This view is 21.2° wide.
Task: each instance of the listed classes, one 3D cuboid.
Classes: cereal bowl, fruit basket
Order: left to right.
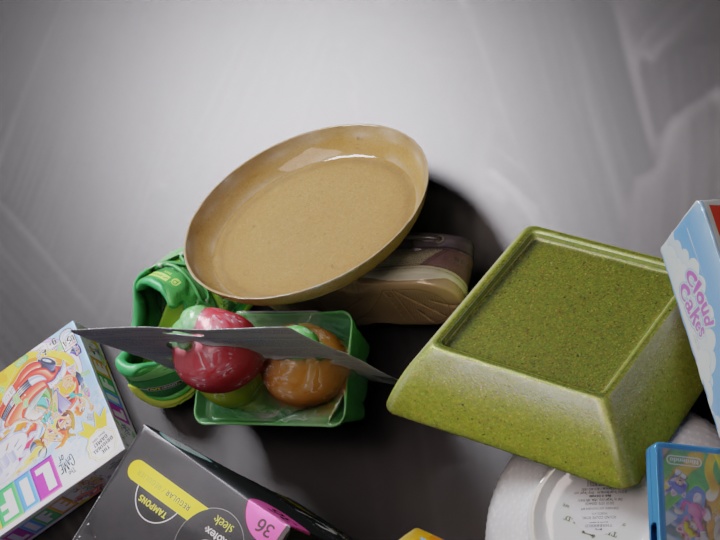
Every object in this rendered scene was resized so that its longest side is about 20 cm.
[{"bbox_3d":[-0.082,0.058,1.415,0.185,0.200,0.094,-2,70,29],"label":"fruit basket"},{"bbox_3d":[0.171,0.175,1.299,0.200,0.083,0.200,-11,65,25],"label":"cereal bowl"}]

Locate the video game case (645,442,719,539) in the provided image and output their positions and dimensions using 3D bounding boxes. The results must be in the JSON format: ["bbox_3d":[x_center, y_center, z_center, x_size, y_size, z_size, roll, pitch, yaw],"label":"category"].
[{"bbox_3d":[0.253,0.213,1.222,0.143,0.018,0.200,8,67,-16],"label":"video game case"}]

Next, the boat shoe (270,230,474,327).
[{"bbox_3d":[0.000,0.000,1.478,0.200,0.072,0.065,1,51,35],"label":"boat shoe"}]

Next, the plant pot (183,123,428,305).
[{"bbox_3d":[-0.038,-0.039,1.466,0.200,0.028,0.200,-16,36,12],"label":"plant pot"}]

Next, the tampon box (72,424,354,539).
[{"bbox_3d":[-0.084,0.218,1.348,0.150,0.200,0.126,29,85,34],"label":"tampon box"}]

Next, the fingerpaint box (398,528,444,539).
[{"bbox_3d":[0.029,0.267,1.237,0.200,0.073,0.167,-30,33,-36],"label":"fingerpaint box"}]

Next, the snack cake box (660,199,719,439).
[{"bbox_3d":[0.284,0.053,1.262,0.115,0.067,0.200,-2,60,-20],"label":"snack cake box"}]

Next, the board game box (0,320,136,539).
[{"bbox_3d":[-0.283,0.152,1.585,0.200,0.034,0.135,-35,58,11],"label":"board game box"}]

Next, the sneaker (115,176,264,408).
[{"bbox_3d":[-0.129,0.012,1.530,0.074,0.084,0.200,18,78,33],"label":"sneaker"}]

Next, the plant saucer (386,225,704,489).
[{"bbox_3d":[0.145,0.043,1.334,0.199,0.048,0.200,16,49,33],"label":"plant saucer"}]
